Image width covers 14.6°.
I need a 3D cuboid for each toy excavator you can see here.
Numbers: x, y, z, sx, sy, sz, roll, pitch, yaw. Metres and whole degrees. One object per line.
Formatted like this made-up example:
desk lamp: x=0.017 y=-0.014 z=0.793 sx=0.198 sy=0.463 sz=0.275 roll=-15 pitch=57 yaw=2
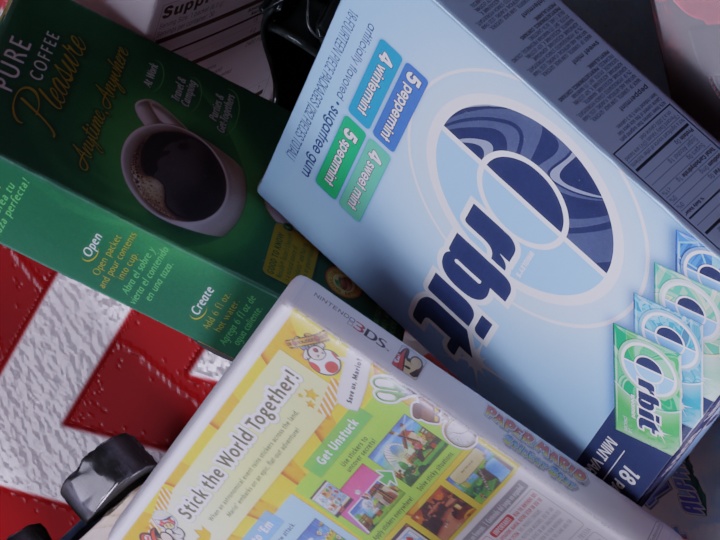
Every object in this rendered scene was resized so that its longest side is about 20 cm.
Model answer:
toy excavator: x=-0.135 y=0.192 z=1.456 sx=0.194 sy=0.200 sz=0.100 roll=-43 pitch=75 yaw=-1

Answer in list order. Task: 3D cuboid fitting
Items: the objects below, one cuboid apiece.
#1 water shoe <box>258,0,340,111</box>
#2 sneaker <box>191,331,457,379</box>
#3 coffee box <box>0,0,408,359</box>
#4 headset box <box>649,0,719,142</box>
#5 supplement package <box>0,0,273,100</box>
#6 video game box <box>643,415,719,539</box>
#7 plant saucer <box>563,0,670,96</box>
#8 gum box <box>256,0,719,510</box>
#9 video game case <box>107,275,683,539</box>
water shoe: x=0.001 y=-0.120 z=1.189 sx=0.071 sy=0.079 sz=0.201 roll=26 pitch=126 yaw=30
sneaker: x=0.000 y=0.000 z=1.269 sx=0.199 sy=0.074 sz=0.087 roll=6 pitch=101 yaw=36
coffee box: x=-0.071 y=-0.031 z=1.143 sx=0.199 sy=0.123 sz=0.044 roll=26 pitch=127 yaw=-12
headset box: x=0.182 y=-0.111 z=1.005 sx=0.148 sy=0.075 sz=0.201 roll=-7 pitch=107 yaw=24
supplement package: x=-0.105 y=-0.132 z=1.248 sx=0.121 sy=0.120 sz=0.201 roll=38 pitch=131 yaw=22
video game box: x=0.185 y=0.087 z=1.149 sx=0.182 sy=0.047 sz=0.201 roll=-8 pitch=105 yaw=46
plant saucer: x=0.102 y=-0.096 z=1.131 sx=0.200 sy=0.039 sz=0.202 roll=14 pitch=117 yaw=30
gum box: x=0.064 y=-0.019 z=1.051 sx=0.200 sy=0.045 sz=0.170 roll=43 pitch=146 yaw=11
video game case: x=0.008 y=0.109 z=1.134 sx=0.182 sy=0.023 sz=0.200 roll=35 pitch=138 yaw=-3
